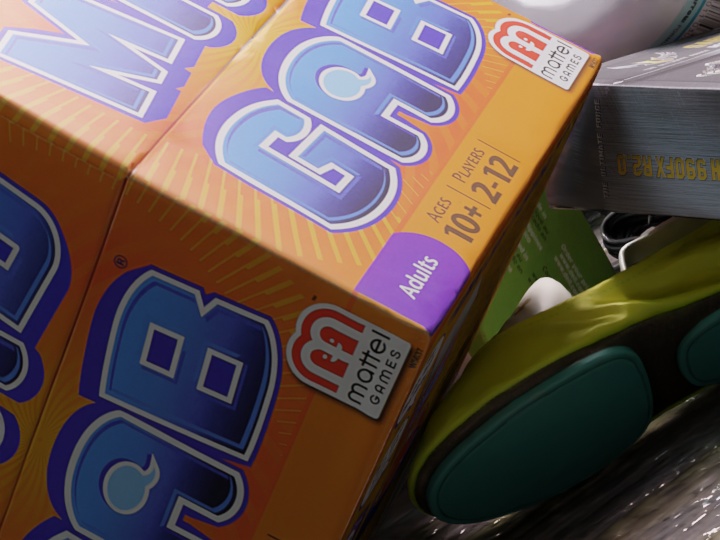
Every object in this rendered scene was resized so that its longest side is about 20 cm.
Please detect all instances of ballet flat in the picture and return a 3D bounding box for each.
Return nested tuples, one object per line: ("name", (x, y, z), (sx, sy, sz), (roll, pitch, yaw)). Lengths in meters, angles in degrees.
("ballet flat", (0.096, 0.022, 0.956), (0.199, 0.067, 0.067), (-28, 48, -9))

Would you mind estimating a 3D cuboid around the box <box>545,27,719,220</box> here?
("box", (0.185, -0.063, 0.951), (0.199, 0.049, 0.158), (-19, 15, -39))

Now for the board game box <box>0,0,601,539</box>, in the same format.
("board game box", (-0.067, 0.003, 0.896), (0.201, 0.199, 0.200), (-66, -6, 33))

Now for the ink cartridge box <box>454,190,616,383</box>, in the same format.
("ink cartridge box", (0.000, 0.000, 1.108), (0.076, 0.148, 0.200), (-37, 13, -34))

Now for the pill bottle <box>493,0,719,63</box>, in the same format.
("pill bottle", (0.136, -0.118, 1.079), (0.110, 0.112, 0.199), (-22, -22, 35))

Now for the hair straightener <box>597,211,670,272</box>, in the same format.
("hair straightener", (0.144, -0.029, 1.137), (0.077, 0.041, 0.199), (-38, 19, -33))
